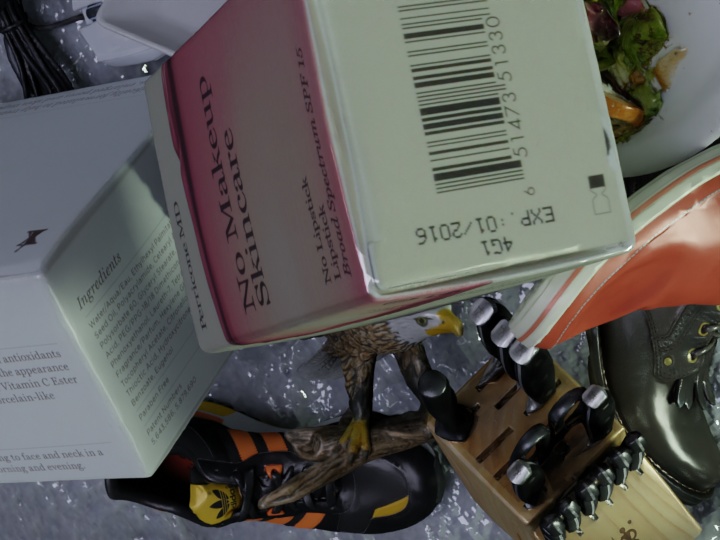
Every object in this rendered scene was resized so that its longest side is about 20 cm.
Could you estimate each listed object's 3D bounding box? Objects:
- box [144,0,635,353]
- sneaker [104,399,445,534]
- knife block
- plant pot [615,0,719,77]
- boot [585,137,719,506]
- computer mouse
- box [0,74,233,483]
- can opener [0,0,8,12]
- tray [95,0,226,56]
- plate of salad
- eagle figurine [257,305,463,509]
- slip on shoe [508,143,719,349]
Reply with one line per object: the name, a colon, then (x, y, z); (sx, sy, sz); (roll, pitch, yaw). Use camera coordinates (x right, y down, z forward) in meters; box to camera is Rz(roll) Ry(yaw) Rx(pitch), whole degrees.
box: (0.001, -0.046, 0.641); (0.200, 0.108, 0.129); (159, 99, -66)
sneaker: (-0.053, 0.124, 0.937); (0.199, 0.090, 0.070); (5, 109, 27)
knife block: (0.072, 0.072, 0.772); (0.064, 0.200, 0.176); (-42, 111, -6)
plant pot: (0.127, -0.163, 0.721); (0.200, 0.141, 0.142); (-39, 87, 40)
boot: (0.187, 0.006, 0.788); (0.173, 0.069, 0.201); (-22, 103, 24)
computer mouse: (-0.134, -0.151, 0.914); (0.199, 0.044, 0.110); (-14, 99, 31)
box: (-0.174, 0.004, 0.883); (0.198, 0.200, 0.131); (-6, 123, 29)
can opener: (-0.180, -0.219, 0.885); (0.063, 0.079, 0.200); (40, 110, 5)
tray: (-0.033, -0.176, 0.801); (0.107, 0.022, 0.201); (25, 72, 19)
plate of salad: (0.075, -0.126, 0.660); (0.199, 0.048, 0.201); (24, 130, 32)
eagle figurine: (0.006, 0.000, 0.828); (0.150, 0.152, 0.201); (-4, 105, 28)
slip on shoe: (0.149, -0.012, 0.680); (0.061, 0.199, 0.074); (60, 156, 15)
